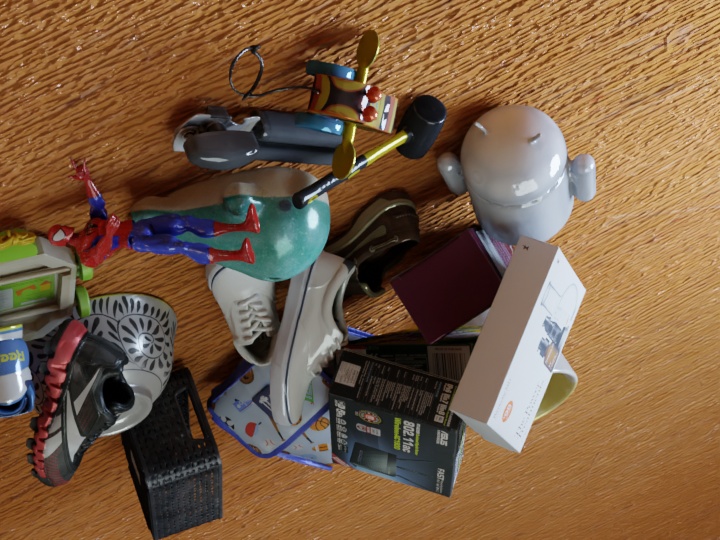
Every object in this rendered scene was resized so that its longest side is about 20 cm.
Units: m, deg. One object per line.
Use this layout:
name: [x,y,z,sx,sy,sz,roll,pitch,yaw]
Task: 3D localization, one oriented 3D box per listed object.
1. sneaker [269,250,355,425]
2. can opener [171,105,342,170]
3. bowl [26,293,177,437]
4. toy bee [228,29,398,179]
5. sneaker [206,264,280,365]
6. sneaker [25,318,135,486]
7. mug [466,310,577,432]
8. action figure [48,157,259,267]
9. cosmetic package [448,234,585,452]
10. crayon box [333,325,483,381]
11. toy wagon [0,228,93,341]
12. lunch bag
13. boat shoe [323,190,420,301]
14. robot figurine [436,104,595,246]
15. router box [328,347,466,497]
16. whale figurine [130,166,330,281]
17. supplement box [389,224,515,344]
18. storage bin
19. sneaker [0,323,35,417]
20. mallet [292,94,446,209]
sneaker: [-0.052,0.078,1.661,0.073,0.070,0.202,-29,131,-73]
can opener: [-0.089,-0.115,1.447,0.199,0.067,0.053,2,143,-39]
bowl: [-0.283,0.121,1.669,0.199,0.095,0.201,-20,152,-11]
toy bee: [-0.015,-0.147,1.386,0.199,0.108,0.132,-24,122,-49]
sneaker: [-0.118,0.040,1.667,0.072,0.071,0.200,-23,152,-3]
sneaker: [-0.287,0.150,1.571,0.097,0.071,0.202,18,118,4]
mug: [0.179,0.115,1.955,0.148,0.154,0.187,-19,152,-11]
action figure: [-0.201,-0.050,1.403,0.198,0.066,0.099,-3,139,10]
cosmetic package: [0.171,0.082,1.626,0.202,0.051,0.151,-67,153,-9]
crayon box: [0.098,0.100,1.775,0.199,0.059,0.172,-2,-175,38]
toy wagon: [-0.343,0.012,1.496,0.154,0.040,0.201,-13,149,-21]
lunch bag: [-0.067,0.150,1.865,0.199,0.125,0.170,23,128,-37]
boat shoe: [-0.005,0.000,1.699,0.074,0.075,0.202,2,142,-40]
robot figurine: [0.168,-0.101,1.622,0.168,0.114,0.200,0,155,12]
router box: [0.043,0.175,1.713,0.148,0.063,0.201,15,152,9]
whale figurine: [-0.127,-0.038,1.498,0.198,0.105,0.159,-5,169,-13]
supplement box: [0.118,0.010,1.724,0.110,0.086,0.200,-33,176,14]
storage bin: [-0.231,0.224,1.834,0.093,0.136,0.201,-16,153,-15]
sneaker: [-0.371,0.117,1.541,0.073,0.083,0.200,-15,167,-17]
mallet: [0.005,-0.106,1.503,0.199,0.041,0.066,-36,165,-28]
